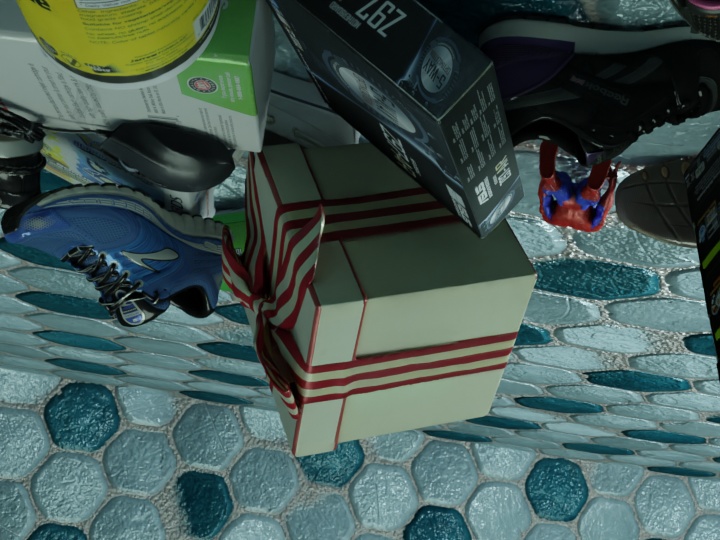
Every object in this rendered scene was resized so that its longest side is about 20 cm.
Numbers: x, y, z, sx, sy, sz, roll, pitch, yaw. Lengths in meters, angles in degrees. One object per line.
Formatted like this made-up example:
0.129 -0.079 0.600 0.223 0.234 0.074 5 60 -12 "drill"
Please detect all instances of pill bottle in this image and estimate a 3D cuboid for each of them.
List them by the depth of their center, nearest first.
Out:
-0.129 -0.179 0.535 0.111 0.114 0.200 8 164 -1 "pill bottle"

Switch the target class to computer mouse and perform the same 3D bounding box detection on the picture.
-0.184 -0.083 0.737 0.198 0.034 0.059 9 169 -9 "computer mouse"

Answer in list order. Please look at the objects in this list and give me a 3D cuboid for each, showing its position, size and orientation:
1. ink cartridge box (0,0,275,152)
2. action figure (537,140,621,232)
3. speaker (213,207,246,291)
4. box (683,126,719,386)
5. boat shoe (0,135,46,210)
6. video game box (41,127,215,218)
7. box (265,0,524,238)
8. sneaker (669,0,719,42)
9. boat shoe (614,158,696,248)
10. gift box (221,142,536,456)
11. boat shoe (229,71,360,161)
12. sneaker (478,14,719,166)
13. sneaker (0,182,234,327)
-0.160 -0.150 0.706 0.198 0.085 0.146 7 165 -1 "ink cartridge box"
0.180 -0.067 0.912 0.065 0.052 0.200 10 170 12 "action figure"
-0.101 -0.025 1.129 0.199 0.089 0.088 -5 160 39 "speaker"
0.253 -0.039 0.593 0.047 0.194 0.201 9 143 -12 "box"
-0.317 -0.092 0.847 0.199 0.061 0.074 15 -156 30 "boat shoe"
-0.210 -0.103 0.867 0.199 0.047 0.182 28 162 1 "video game box"
0.022 -0.113 0.667 0.160 0.044 0.200 43 177 20 "box"
0.169 -0.154 0.526 0.080 0.087 0.200 2 165 24 "sneaker"
0.308 -0.044 0.889 0.198 0.076 0.072 6 167 11 "boat shoe"
0.000 0.000 0.802 0.185 0.185 0.201 -9 132 -18 "gift box"
-0.095 -0.116 0.832 0.198 0.066 0.072 14 164 -22 "boat shoe"
0.172 -0.105 0.701 0.198 0.088 0.076 4 164 11 "sneaker"
-0.174 -0.007 0.814 0.078 0.090 0.199 -13 160 40 "sneaker"
